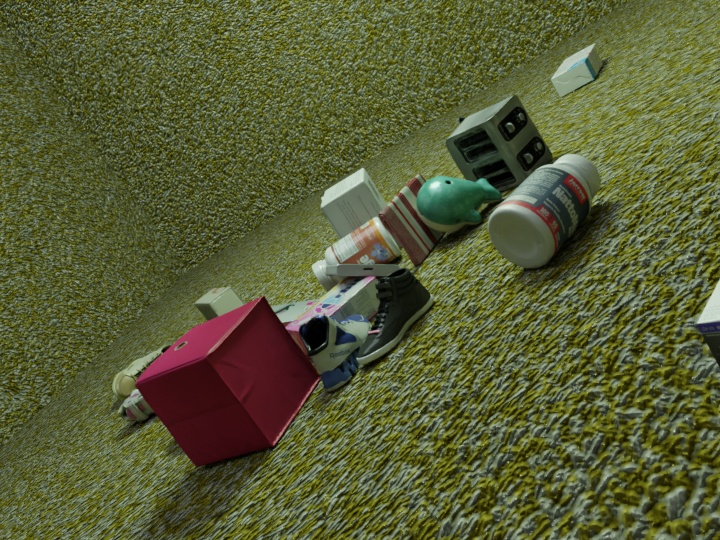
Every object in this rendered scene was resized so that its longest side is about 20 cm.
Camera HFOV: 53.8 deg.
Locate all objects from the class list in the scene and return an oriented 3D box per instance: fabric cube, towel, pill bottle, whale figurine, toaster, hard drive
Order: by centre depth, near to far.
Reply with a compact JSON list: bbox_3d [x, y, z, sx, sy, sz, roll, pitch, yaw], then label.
[{"bbox_3d":[0.315,-0.107,1.188,0.200,0.120,0.119,-43,16,-30],"label":"pill bottle"},{"bbox_3d":[-0.232,0.197,1.265,0.199,0.200,0.196,-23,16,35],"label":"fabric cube"},{"bbox_3d":[0.000,0.000,1.556,0.132,0.027,0.200,0,-1,-10],"label":"hard drive"},{"bbox_3d":[0.220,-0.167,1.577,0.200,0.104,0.159,-20,50,-20],"label":"whale figurine"},{"bbox_3d":[0.128,-0.119,1.607,0.023,0.144,0.200,-26,16,44],"label":"towel"},{"bbox_3d":[0.315,-0.288,1.667,0.200,0.181,0.119,-15,25,52],"label":"toaster"},{"bbox_3d":[-0.012,-0.031,1.708,0.200,0.112,0.112,-33,14,7],"label":"pill bottle"}]

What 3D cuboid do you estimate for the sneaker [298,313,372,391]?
[{"bbox_3d":[-0.045,0.116,1.283,0.080,0.115,0.199,-27,16,25],"label":"sneaker"}]

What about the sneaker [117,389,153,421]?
[{"bbox_3d":[-0.542,0.336,1.791,0.200,0.081,0.088,-34,12,40],"label":"sneaker"}]

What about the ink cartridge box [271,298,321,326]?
[{"bbox_3d":[-0.170,0.130,1.572,0.200,0.044,0.174,-10,23,24],"label":"ink cartridge box"}]

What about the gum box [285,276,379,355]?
[{"bbox_3d":[-0.045,0.089,1.453,0.200,0.066,0.113,-40,21,-26],"label":"gum box"}]

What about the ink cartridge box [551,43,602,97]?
[{"bbox_3d":[0.672,-0.619,2.187,0.115,0.068,0.200,-23,18,39],"label":"ink cartridge box"}]

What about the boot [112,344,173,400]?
[{"bbox_3d":[-0.655,0.305,2.163,0.154,0.072,0.200,-27,15,21],"label":"boot"}]

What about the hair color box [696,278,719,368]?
[{"bbox_3d":[0.418,0.007,0.685,0.109,0.065,0.200,-15,25,52],"label":"hair color box"}]

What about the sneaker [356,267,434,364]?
[{"bbox_3d":[0.041,0.073,1.261,0.200,0.099,0.071,-44,18,-29],"label":"sneaker"}]

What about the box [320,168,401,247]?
[{"bbox_3d":[0.004,-0.137,1.843,0.131,0.200,0.199,-30,15,10],"label":"box"}]

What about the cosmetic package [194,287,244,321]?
[{"bbox_3d":[-0.436,0.115,2.222,0.087,0.103,0.200,-41,16,-21],"label":"cosmetic package"}]
